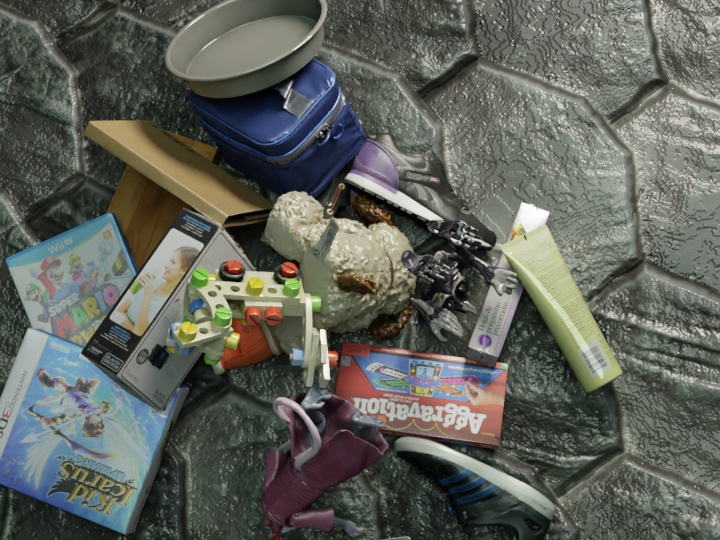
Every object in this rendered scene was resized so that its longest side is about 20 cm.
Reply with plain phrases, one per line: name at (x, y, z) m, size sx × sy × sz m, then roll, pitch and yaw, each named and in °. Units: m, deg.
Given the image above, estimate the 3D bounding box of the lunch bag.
lunch bag at (-0.099, -0.184, 1.634) m, size 0.200 × 0.132 × 0.136 m, roll 29°, pitch 72°, yaw 39°

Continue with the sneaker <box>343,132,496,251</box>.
sneaker at (0.087, -0.097, 1.645) m, size 0.200 × 0.076 × 0.088 m, roll 28°, pitch 85°, yaw -12°

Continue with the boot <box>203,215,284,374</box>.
boot at (-0.170, 0.025, 1.647) m, size 0.107 × 0.075 × 0.200 m, roll -25°, pitch 76°, yaw 0°

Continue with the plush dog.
plush dog at (0.000, 0.000, 1.596) m, size 0.160 × 0.172 × 0.201 m, roll -1°, pitch 98°, yaw 40°

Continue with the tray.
tray at (-0.256, -0.073, 1.694) m, size 0.098 × 0.037 × 0.200 m, roll 19°, pitch 76°, yaw 7°

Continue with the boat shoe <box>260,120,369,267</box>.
boat shoe at (-0.045, -0.096, 1.683) m, size 0.063 × 0.074 × 0.202 m, roll 39°, pitch 68°, yaw -20°

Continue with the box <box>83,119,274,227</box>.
box at (-0.207, -0.115, 1.607) m, size 0.200 × 0.163 × 0.021 m, roll 35°, pitch 105°, yaw 11°

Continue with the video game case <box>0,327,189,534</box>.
video game case at (-0.325, 0.185, 1.602) m, size 0.200 × 0.045 × 0.182 m, roll 20°, pitch 87°, yaw 7°

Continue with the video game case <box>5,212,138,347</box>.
video game case at (-0.323, 0.049, 1.645) m, size 0.143 × 0.018 × 0.200 m, roll -24°, pitch 83°, yaw 4°

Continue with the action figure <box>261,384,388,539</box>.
action figure at (-0.058, 0.236, 1.542) m, size 0.134 × 0.149 × 0.200 m, roll 41°, pitch 111°, yaw 21°

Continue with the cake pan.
cake pan at (-0.129, -0.265, 1.605) m, size 0.200 × 0.037 × 0.200 m, roll -14°, pitch 37°, yaw 11°

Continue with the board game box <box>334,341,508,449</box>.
board game box at (0.070, 0.147, 1.624) m, size 0.199 × 0.019 × 0.103 m, roll 7°, pitch 68°, yaw 4°

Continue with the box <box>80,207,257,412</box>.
box at (-0.210, 0.045, 1.539) m, size 0.060 × 0.117 × 0.200 m, roll 27°, pitch 76°, yaw 29°

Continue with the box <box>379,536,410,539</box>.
box at (0.013, 0.399, 1.468) m, size 0.123 × 0.198 × 0.201 m, roll -9°, pitch 75°, yaw -1°

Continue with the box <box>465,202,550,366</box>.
box at (0.177, 0.015, 1.646) m, size 0.039 × 0.041 × 0.200 m, roll 19°, pitch 71°, yaw 8°

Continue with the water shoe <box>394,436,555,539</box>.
water shoe at (0.121, 0.255, 1.572) m, size 0.200 × 0.072 × 0.079 m, roll 23°, pitch 81°, yaw 10°

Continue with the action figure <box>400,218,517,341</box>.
action figure at (0.108, 0.021, 1.566) m, size 0.102 × 0.200 × 0.119 m, roll 38°, pitch 80°, yaw 22°

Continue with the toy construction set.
toy construction set at (-0.112, 0.054, 1.485) m, size 0.200 × 0.092 × 0.131 m, roll 16°, pitch 36°, yaw -25°

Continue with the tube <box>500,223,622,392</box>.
tube at (0.239, 0.045, 1.621) m, size 0.052 × 0.058 × 0.200 m, roll -30°, pitch 87°, yaw 17°
